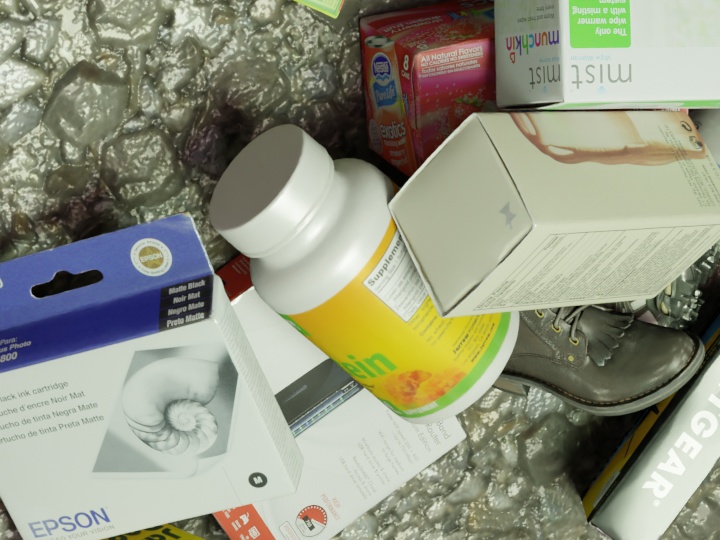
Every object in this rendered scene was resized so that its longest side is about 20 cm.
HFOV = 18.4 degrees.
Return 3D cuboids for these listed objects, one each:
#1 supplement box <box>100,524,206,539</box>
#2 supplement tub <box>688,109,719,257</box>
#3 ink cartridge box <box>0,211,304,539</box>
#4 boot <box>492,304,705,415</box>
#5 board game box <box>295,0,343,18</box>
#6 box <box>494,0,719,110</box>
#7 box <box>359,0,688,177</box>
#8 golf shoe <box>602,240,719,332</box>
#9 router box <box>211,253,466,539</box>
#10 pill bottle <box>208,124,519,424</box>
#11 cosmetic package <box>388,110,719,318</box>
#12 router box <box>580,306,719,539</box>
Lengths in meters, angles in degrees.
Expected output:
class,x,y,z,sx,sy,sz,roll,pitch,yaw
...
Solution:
class,x,y,z,sx,sy,sz,roll,pitch,yaw
supplement box,-0.147,0.285,1.494,0.109,0.109,0.202,-21,122,-52
supplement tub,0.307,-0.101,1.556,0.200,0.132,0.132,-47,120,-2
ink cartridge box,-0.161,0.077,1.417,0.198,0.041,0.201,-15,118,16
boot,0.119,0.011,1.494,0.069,0.199,0.175,-57,133,-36
board game box,-0.025,-0.272,1.392,0.101,0.048,0.201,19,101,-29
box,0.187,-0.190,1.388,0.199,0.097,0.178,-2,91,-24
box,0.109,-0.129,1.476,0.199,0.100,0.096,-13,114,-19
golf shoe,0.194,0.019,1.576,0.078,0.094,0.201,-57,165,-34
router box,-0.049,0.085,1.516,0.179,0.049,0.201,-36,119,-8
pill bottle,0.000,0.000,1.413,0.111,0.111,0.200,-49,120,0
cosmetic package,0.129,-0.038,1.384,0.199,0.088,0.103,-4,149,-44
router box,0.237,0.106,1.593,0.051,0.149,0.201,36,93,2
